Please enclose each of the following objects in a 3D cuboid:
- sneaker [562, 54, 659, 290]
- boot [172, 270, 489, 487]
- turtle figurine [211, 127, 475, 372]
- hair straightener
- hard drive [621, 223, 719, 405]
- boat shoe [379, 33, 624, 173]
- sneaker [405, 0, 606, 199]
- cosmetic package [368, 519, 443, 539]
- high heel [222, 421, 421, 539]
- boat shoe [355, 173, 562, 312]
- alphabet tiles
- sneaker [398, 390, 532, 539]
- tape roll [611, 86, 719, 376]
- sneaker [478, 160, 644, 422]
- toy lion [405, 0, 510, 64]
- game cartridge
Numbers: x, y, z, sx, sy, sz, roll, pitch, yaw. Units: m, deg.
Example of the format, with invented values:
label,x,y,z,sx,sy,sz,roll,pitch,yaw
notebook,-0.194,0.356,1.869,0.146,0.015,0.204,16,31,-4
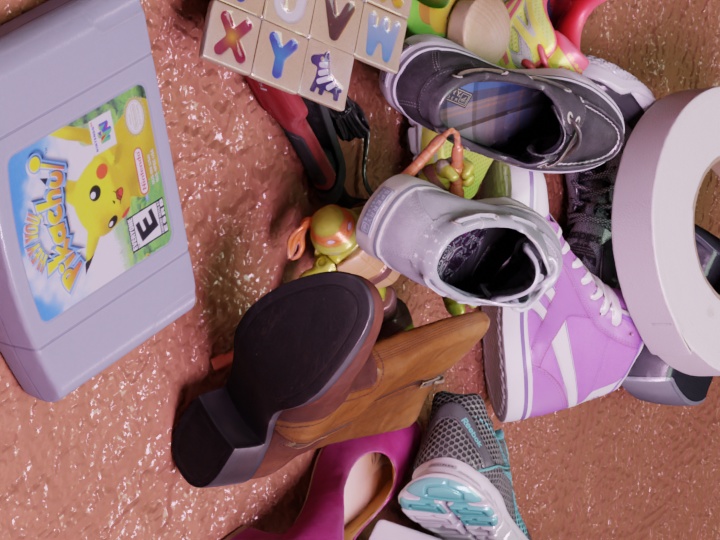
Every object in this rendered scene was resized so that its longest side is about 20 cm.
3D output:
label,x,y,z,sx,sy,sz,roll,pitch,yaw
sneaker,0.167,-0.050,1.604,0.114,0.075,0.200,-58,143,-29
boot,0.010,0.055,1.350,0.200,0.069,0.189,-11,144,-44
turtle figurine,0.000,0.000,1.399,0.200,0.064,0.161,-47,147,2
hair straightener,-0.020,-0.106,1.364,0.077,0.041,0.200,-59,141,-24
hard drive,0.244,0.038,1.711,0.135,0.042,0.200,-69,162,-1
boat shoe,0.100,-0.092,1.406,0.200,0.066,0.070,19,108,-43
sneaker,0.098,-0.128,1.477,0.078,0.090,0.201,42,68,-52
cosmetic package,0.077,0.290,1.487,0.167,0.167,0.200,-65,150,-17
high heel,0.001,0.151,1.420,0.200,0.096,0.068,-29,122,-46
boat shoe,0.074,-0.004,1.350,0.201,0.071,0.070,15,108,-57
alphabet tiles,-0.030,-0.199,1.292,0.166,0.006,0.201,19,76,-35
sneaker,0.078,0.143,1.530,0.200,0.077,0.092,70,26,-62
tape roll,0.245,-0.026,1.587,0.202,0.037,0.204,3,86,-47
sneaker,0.139,0.003,1.548,0.114,0.073,0.201,-10,125,-9
toy lion,0.041,-0.247,1.397,0.192,0.069,0.201,33,73,-45
game cartridge,-0.152,-0.038,1.209,0.133,0.040,0.201,-34,126,-40
